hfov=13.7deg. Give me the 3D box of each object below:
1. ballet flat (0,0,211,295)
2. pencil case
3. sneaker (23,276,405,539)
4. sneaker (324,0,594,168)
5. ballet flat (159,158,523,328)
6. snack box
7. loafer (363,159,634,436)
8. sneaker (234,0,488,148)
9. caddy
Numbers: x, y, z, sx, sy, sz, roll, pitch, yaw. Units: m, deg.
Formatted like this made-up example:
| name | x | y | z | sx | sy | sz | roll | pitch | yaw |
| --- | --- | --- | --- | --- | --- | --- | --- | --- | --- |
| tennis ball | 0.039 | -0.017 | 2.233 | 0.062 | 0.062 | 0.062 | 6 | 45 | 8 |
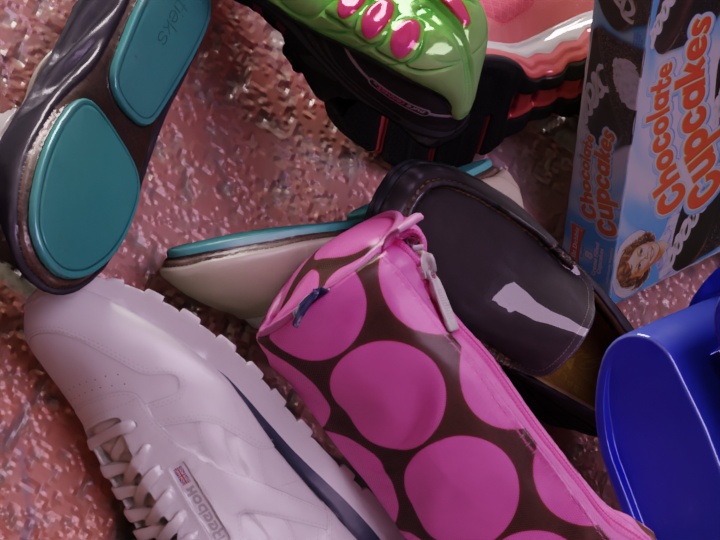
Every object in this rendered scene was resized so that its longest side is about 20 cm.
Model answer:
| name | x | y | z | sx | sy | sz | roll | pitch | yaw |
| --- | --- | --- | --- | --- | --- | --- | --- | --- | --- |
| ballet flat | -0.121 | -0.058 | 1.263 | 0.073 | 0.073 | 0.200 | 38 | 44 | -17 |
| pencil case | 0.045 | 0.072 | 1.246 | 0.200 | 0.094 | 0.091 | 51 | 29 | -10 |
| sneaker | -0.069 | 0.085 | 1.248 | 0.200 | 0.076 | 0.081 | 43 | 63 | -12 |
| sneaker | 0.057 | -0.107 | 1.425 | 0.200 | 0.074 | 0.087 | -14 | 52 | -32 |
| ballet flat | 0.000 | 0.000 | 1.335 | 0.200 | 0.069 | 0.070 | -17 | 82 | -38 |
| snack box | 0.154 | -0.091 | 1.412 | 0.116 | 0.201 | 0.037 | -24 | 42 | -38 |
| loafer | 0.076 | 0.014 | 1.326 | 0.200 | 0.072 | 0.073 | 36 | 80 | -44 |
| sneaker | -0.022 | -0.114 | 1.319 | 0.077 | 0.084 | 0.200 | -27 | 45 | -24 |
| caddy | 0.192 | 0.085 | 1.287 | 0.105 | 0.141 | 0.201 | -9 | 76 | -51 |
